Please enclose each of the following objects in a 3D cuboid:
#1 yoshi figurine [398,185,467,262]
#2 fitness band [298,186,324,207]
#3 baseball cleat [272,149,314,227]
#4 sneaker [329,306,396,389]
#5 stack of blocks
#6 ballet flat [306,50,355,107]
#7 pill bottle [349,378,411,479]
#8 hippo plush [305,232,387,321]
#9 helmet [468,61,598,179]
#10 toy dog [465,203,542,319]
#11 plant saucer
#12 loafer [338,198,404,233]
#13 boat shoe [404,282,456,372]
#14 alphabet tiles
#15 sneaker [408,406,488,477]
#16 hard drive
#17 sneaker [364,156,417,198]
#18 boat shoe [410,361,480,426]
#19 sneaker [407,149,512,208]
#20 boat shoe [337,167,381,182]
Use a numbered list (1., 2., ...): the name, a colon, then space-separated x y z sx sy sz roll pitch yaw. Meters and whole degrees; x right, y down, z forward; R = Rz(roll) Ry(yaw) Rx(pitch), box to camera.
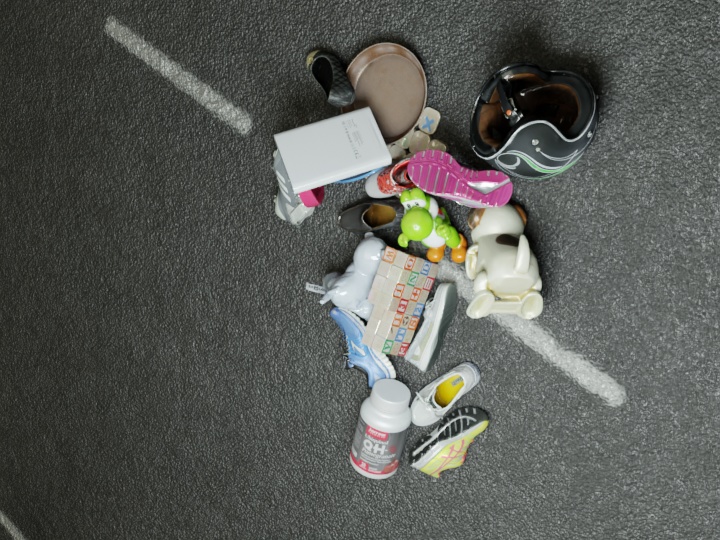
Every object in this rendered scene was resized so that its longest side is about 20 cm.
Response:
1. yoshi figurine: 0.128 -0.072 1.568 0.112 0.200 0.112 -40 47 4
2. fitness band: -0.112 -0.207 1.705 0.037 0.200 0.145 -13 107 8
3. baseball cleat: -0.138 -0.185 1.784 0.106 0.070 0.201 32 141 26
4. sneaker: -0.010 0.166 1.771 0.089 0.079 0.201 -34 78 -7
5. stack of blocks: 0.071 0.064 1.648 0.058 0.115 0.202 24 96 39
6. ballet flat: -0.069 -0.398 1.681 0.067 0.056 0.200 -63 38 27
7. pill bottle: 0.047 0.334 1.756 0.110 0.110 0.202 27 122 26
8. hippo plush: 0.000 0.000 1.710 0.162 0.199 0.159 -60 35 8
9. helmet: 0.305 -0.252 1.422 0.200 0.189 0.202 -20 67 61
10. toy dog: 0.253 -0.035 1.518 0.138 0.201 0.195 -5 142 1
11. plant saucer: 0.050 -0.350 1.650 0.199 0.034 0.202 3 96 31
12. loafer: 0.024 -0.114 1.701 0.199 0.072 0.074 -10 89 39
13. boat shoe: 0.142 0.111 1.682 0.064 0.074 0.203 26 121 21
14. alphabet tiles: 0.081 -0.251 1.674 0.199 0.015 0.197 32 116 23
15. sneaker: 0.196 0.359 1.710 0.090 0.078 0.200 42 116 -18
16. hard drive: -0.055 -0.235 1.604 0.027 0.198 0.133 90 161 -64
17. sneaker: 0.070 -0.184 1.622 0.200 0.108 0.068 -11 94 34
18. boat shoe: 0.157 0.266 1.695 0.202 0.086 0.075 -43 76 35
19. sneaker: 0.180 -0.158 1.511 0.199 0.088 0.082 22 88 13
20. boat shoe: -0.032 -0.219 1.686 0.199 0.084 0.069 -2 115 49
